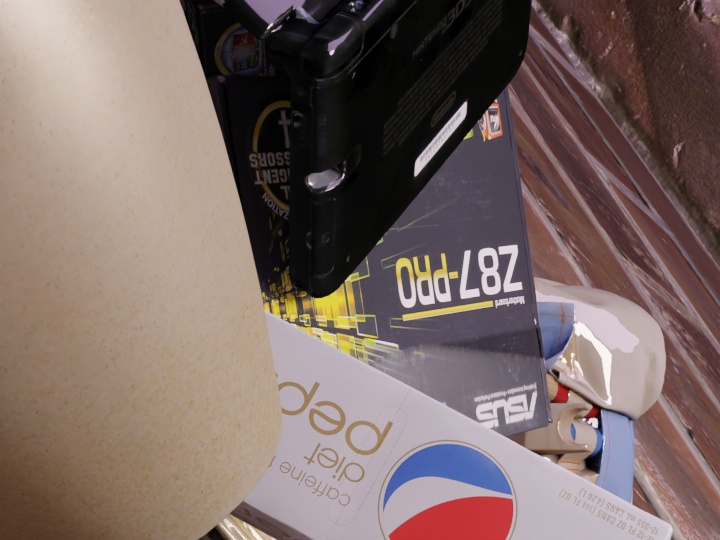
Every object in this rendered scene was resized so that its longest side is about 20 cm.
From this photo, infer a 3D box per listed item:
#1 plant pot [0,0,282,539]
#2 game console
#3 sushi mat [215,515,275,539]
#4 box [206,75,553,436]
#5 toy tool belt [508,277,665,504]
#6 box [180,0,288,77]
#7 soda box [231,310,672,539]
[{"bbox_3d":[-0.110,-0.009,0.624,0.200,0.187,0.187,60,8,-25],"label":"plant pot"},{"bbox_3d":[-0.017,-0.120,0.828,0.116,0.176,0.200,19,42,20],"label":"game console"},{"bbox_3d":[-0.074,0.036,0.852,0.200,0.012,0.096,51,33,-7],"label":"sushi mat"},{"bbox_3d":[0.000,0.000,0.878,0.200,0.049,0.161,-6,89,-53],"label":"box"},{"bbox_3d":[0.077,0.091,1.067,0.123,0.125,0.200,20,64,-41],"label":"toy tool belt"},{"bbox_3d":[-0.074,-0.109,0.980,0.200,0.044,0.160,-116,-160,-47],"label":"box"},{"bbox_3d":[0.004,0.074,0.733,0.200,0.064,0.068,27,-13,10],"label":"soda box"}]
